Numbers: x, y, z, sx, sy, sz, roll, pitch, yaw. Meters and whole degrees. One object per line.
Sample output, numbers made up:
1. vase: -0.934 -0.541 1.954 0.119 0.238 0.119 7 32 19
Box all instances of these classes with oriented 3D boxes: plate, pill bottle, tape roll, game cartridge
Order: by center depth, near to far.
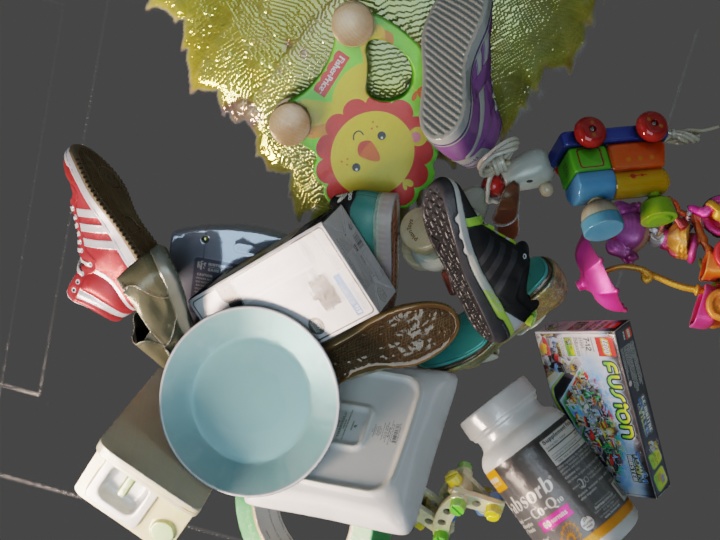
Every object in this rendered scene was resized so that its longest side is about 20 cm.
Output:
1. plate: -0.117 0.138 1.039 0.198 0.026 0.203 0 89 9
2. plate: -0.011 0.175 1.063 0.198 0.201 0.032 5 142 23
3. pill bottle: 0.208 0.227 1.095 0.116 0.116 0.201 -40 77 12
4. tape roll: -0.056 0.269 1.132 0.199 0.048 0.203 -1 89 34
5. game cartridge: -0.127 0.016 1.136 0.198 0.041 0.135 10 107 2

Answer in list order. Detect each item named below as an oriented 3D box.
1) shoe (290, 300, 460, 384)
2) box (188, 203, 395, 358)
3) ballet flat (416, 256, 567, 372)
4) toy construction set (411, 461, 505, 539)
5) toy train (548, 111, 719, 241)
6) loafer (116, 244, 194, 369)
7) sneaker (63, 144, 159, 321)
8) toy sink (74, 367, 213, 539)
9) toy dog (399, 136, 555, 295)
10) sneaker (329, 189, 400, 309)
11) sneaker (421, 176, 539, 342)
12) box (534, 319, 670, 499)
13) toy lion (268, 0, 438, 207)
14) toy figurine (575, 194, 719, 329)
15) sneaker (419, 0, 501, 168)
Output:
1. shoe: 0.013 0.079 1.067 0.198 0.053 0.071 -21 105 6
2. box: -0.076 0.029 1.057 0.199 0.060 0.117 -27 101 28
3. ballet flat: 0.155 0.064 1.115 0.200 0.071 0.071 -40 97 14
4. toy construction set: 0.062 0.242 1.142 0.200 0.092 0.131 44 127 2
5. toy train: 0.308 -0.098 1.027 0.198 0.085 0.117 -6 68 -11
6. loafer: -0.219 0.064 1.075 0.069 0.075 0.202 -19 125 -12
7. sneaker: -0.306 -0.037 1.120 0.112 0.071 0.201 -34 85 24
8. toy sink: -0.232 0.224 1.102 0.130 0.200 0.112 34 109 -4
9. toy dog: 0.132 -0.048 1.065 0.199 0.132 0.097 -36 75 20
10. sneaker: 0.000 0.000 1.096 0.079 0.072 0.202 8 119 11
11. sneaker: 0.129 -0.020 1.006 0.082 0.072 0.201 -32 118 -13
12. box: 0.274 0.155 1.104 0.109 0.035 0.202 -5 106 48
13. toy lion: 0.010 -0.166 1.076 0.191 0.069 0.201 32 103 -10
14. toy figurine: 0.328 -0.019 1.057 0.182 0.150 0.202 11 82 11
15. sneaker: 0.116 -0.210 1.055 0.072 0.114 0.203 3 74 34
